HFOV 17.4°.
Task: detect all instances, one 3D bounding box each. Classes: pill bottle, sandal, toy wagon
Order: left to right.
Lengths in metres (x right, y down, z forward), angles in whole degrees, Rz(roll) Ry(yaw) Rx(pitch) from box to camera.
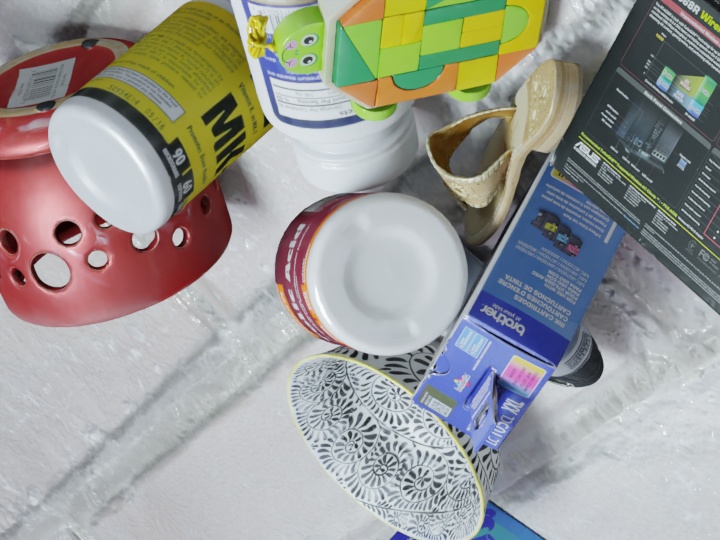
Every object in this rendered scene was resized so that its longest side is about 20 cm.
[{"bbox_3d":[-0.122,-0.128,1.719,0.114,0.200,0.114,31,147,23],"label":"pill bottle"},{"bbox_3d":[-0.021,-0.158,1.641,0.120,0.120,0.200,21,142,34],"label":"pill bottle"},{"bbox_3d":[0.000,0.000,1.704,0.114,0.114,0.200,50,172,-8],"label":"pill bottle"},{"bbox_3d":[0.025,-0.158,1.530,0.155,0.200,0.040,96,156,-52],"label":"toy wagon"},{"bbox_3d":[0.082,-0.088,1.618,0.070,0.078,0.212,10,153,-15],"label":"sandal"}]

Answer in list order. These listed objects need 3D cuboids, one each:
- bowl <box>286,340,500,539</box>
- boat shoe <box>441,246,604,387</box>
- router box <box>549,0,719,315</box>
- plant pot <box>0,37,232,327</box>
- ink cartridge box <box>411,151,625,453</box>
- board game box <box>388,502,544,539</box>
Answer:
[{"bbox_3d":[0.046,0.119,1.912,0.201,0.094,0.201,30,145,24],"label":"bowl"},{"bbox_3d":[0.106,0.036,1.779,0.200,0.070,0.066,23,167,41],"label":"boat shoe"},{"bbox_3d":[0.224,-0.071,1.403,0.200,0.062,0.150,45,123,31],"label":"router box"},{"bbox_3d":[-0.220,-0.079,1.905,0.200,0.200,0.183,13,129,42],"label":"plant pot"},{"bbox_3d":[0.109,0.029,1.620,0.076,0.200,0.136,31,149,2],"label":"ink cartridge box"},{"bbox_3d":[0.107,0.284,1.978,0.200,0.152,0.045,34,147,17],"label":"board game box"}]
